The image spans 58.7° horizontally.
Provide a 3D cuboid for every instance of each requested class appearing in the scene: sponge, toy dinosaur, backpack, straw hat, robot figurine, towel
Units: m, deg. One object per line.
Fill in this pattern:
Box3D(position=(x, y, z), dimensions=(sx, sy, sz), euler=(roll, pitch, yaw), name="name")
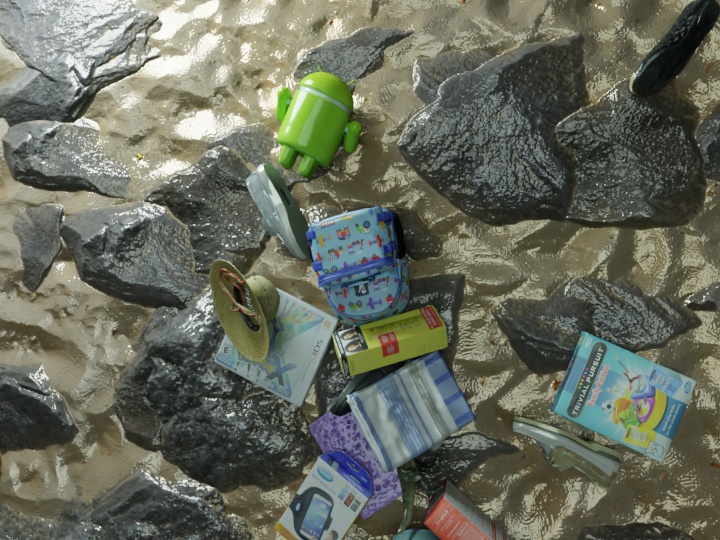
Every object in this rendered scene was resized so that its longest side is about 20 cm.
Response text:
Box3D(position=(-0.001, 0.348, 1.203), dimensions=(0.111, 0.030, 0.202), euler=(-34, 82, 6), name="sponge")
Box3D(position=(0.103, 0.370, 1.153), dimensions=(0.086, 0.048, 0.203), euler=(-2, 52, 0), name="toy dinosaur")
Box3D(position=(0.000, 0.000, 1.167), dimensions=(0.178, 0.134, 0.205), euler=(-10, 89, 10), name="backpack")
Box3D(position=(-0.196, 0.060, 1.196), dimensions=(0.084, 0.201, 0.203), euler=(-27, 80, -37), name="straw hat")
Box3D(position=(-0.084, -0.278, 1.201), dimensions=(0.173, 0.116, 0.203), euler=(24, 91, 4), name="robot figurine")
Box3D(position=(0.090, 0.243, 1.125), dimensions=(0.197, 0.024, 0.149), euler=(-25, 75, -16), name="towel")

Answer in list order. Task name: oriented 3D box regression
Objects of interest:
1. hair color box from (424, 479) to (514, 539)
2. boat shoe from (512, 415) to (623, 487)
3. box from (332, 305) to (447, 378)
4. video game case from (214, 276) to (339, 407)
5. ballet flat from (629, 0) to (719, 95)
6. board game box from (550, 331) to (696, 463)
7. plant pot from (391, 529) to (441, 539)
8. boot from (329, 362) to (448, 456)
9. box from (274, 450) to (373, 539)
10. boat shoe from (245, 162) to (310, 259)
Box3D(position=(0.207, 0.471, 1.120), dimensions=(0.199, 0.111, 0.064), euler=(39, 95, 10), name="hair color box")
Box3D(position=(0.356, 0.316, 1.120), dimensions=(0.196, 0.075, 0.070), euler=(20, 85, 9), name="boat shoe")
Box3D(position=(0.053, 0.126, 1.150), dimensions=(0.196, 0.076, 0.051), euler=(-14, 123, -7), name="box")
Box3D(position=(-0.164, 0.137, 1.244), dimensions=(0.197, 0.022, 0.185), euler=(25, 92, 10), name="video game case")
Box3D(position=(0.555, -0.394, 1.139), dimensions=(0.066, 0.057, 0.201), euler=(38, 100, -18), name="ballet flat")
Box3D(position=(0.457, 0.219, 1.121), dimensions=(0.197, 0.047, 0.154), euler=(23, 91, 10), name="board game box")
Box3D(position=(0.106, 0.535, 1.112), dimensions=(0.195, 0.202, 0.137), euler=(-3, 50, 9), name="plant pot")
Box3D(position=(0.064, 0.260, 1.164), dimensions=(0.200, 0.066, 0.165), euler=(43, 78, 6), name="boot")
Box3D(position=(-0.063, 0.436, 1.183), dimensions=(0.118, 0.041, 0.202), euler=(34, 106, 15), name="box")
Box3D(position=(-0.159, -0.105, 1.239), dimensions=(0.071, 0.070, 0.204), euler=(-30, 84, 27), name="boat shoe")
